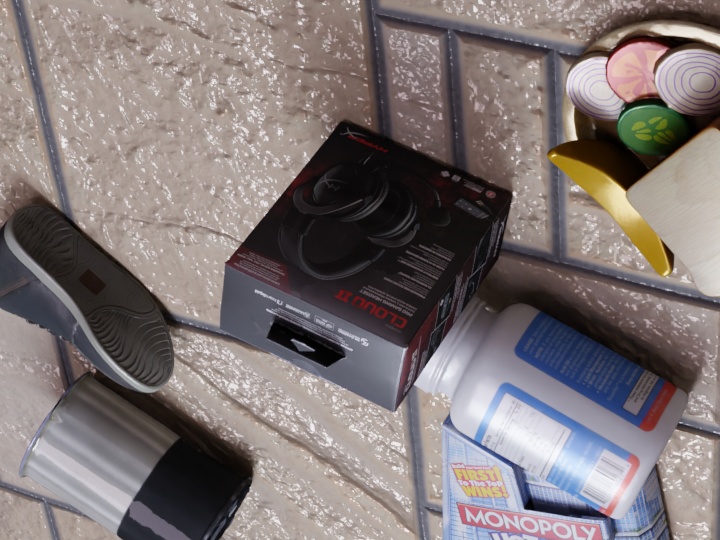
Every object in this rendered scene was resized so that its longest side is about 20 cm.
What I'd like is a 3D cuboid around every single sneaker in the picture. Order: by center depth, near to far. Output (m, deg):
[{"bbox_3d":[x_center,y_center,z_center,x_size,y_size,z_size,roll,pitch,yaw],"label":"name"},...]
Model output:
[{"bbox_3d":[-0.252,0.038,1.732,0.200,0.075,0.106,49,143,0],"label":"sneaker"}]

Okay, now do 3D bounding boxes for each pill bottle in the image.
[{"bbox_3d":[0.138,0.094,1.473,0.200,0.112,0.112,30,138,9],"label":"pill bottle"}]

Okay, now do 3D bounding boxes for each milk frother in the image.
[{"bbox_3d":[-0.235,0.236,1.797,0.188,0.200,0.181,32,142,6],"label":"milk frother"}]

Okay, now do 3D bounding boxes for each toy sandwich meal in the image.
[{"bbox_3d":[0.218,-0.072,1.297,0.204,0.070,0.206,19,136,20],"label":"toy sandwich meal"}]

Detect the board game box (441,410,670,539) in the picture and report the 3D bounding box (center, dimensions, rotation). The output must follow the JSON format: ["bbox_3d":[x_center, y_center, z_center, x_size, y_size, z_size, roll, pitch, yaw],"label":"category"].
[{"bbox_3d":[0.145,0.189,1.591,0.199,0.062,0.200,6,131,31],"label":"board game box"}]

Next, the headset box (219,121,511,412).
[{"bbox_3d":[0.000,0.000,1.416,0.148,0.200,0.077,25,138,15],"label":"headset box"}]
